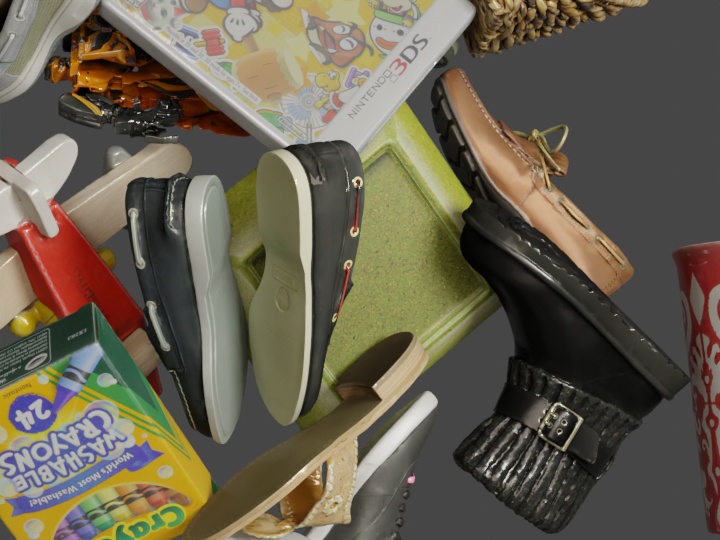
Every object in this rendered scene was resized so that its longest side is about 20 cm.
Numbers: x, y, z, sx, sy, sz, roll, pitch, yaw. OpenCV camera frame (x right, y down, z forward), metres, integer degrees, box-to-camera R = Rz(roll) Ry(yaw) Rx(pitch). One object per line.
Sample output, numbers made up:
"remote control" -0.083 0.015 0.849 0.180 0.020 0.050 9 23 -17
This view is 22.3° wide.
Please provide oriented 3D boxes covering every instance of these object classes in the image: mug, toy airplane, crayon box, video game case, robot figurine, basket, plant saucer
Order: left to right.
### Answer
"toy airplane" -0.217 -0.004 1.265 0.199 0.141 0.201 7 94 -34
"crayon box" -0.182 0.132 1.223 0.125 0.052 0.201 -26 124 6
"robot figurine" -0.124 -0.145 1.302 0.198 0.146 0.059 3 125 -10
"video game case" -0.047 -0.179 1.256 0.199 0.023 0.182 38 64 4
"plant saucer" 0.000 0.000 1.281 0.200 0.048 0.200 -39 110 -7
"basket" 0.124 -0.277 1.319 0.148 0.143 0.202 -18 82 -6
"mug" 0.313 0.080 1.284 0.176 0.133 0.202 -2 85 -1

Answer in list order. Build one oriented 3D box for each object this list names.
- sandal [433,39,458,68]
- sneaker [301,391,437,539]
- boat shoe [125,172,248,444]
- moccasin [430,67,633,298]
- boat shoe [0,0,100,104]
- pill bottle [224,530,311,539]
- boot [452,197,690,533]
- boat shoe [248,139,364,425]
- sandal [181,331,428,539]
"sandal" -0.011 -0.220 1.340 0.200 0.080 0.058 32 83 -7
"sneaker" 0.019 0.187 1.286 0.099 0.071 0.201 35 88 1
"boat shoe" -0.115 0.025 1.217 0.060 0.076 0.202 4 118 14
"moccasin" 0.123 -0.064 1.322 0.078 0.074 0.202 -37 86 -9
"boat shoe" -0.236 -0.181 1.268 0.064 0.202 0.075 24 59 -25
"pill bottle" -0.076 0.283 1.216 0.113 0.114 0.202 1 107 -2
"boot" 0.110 0.070 1.267 0.211 0.079 0.158 43 98 -10
"boat shoe" -0.033 0.011 1.200 0.063 0.074 0.203 -14 123 -33
"sandal" -0.019 0.136 1.226 0.212 0.077 0.070 -43 109 -20
